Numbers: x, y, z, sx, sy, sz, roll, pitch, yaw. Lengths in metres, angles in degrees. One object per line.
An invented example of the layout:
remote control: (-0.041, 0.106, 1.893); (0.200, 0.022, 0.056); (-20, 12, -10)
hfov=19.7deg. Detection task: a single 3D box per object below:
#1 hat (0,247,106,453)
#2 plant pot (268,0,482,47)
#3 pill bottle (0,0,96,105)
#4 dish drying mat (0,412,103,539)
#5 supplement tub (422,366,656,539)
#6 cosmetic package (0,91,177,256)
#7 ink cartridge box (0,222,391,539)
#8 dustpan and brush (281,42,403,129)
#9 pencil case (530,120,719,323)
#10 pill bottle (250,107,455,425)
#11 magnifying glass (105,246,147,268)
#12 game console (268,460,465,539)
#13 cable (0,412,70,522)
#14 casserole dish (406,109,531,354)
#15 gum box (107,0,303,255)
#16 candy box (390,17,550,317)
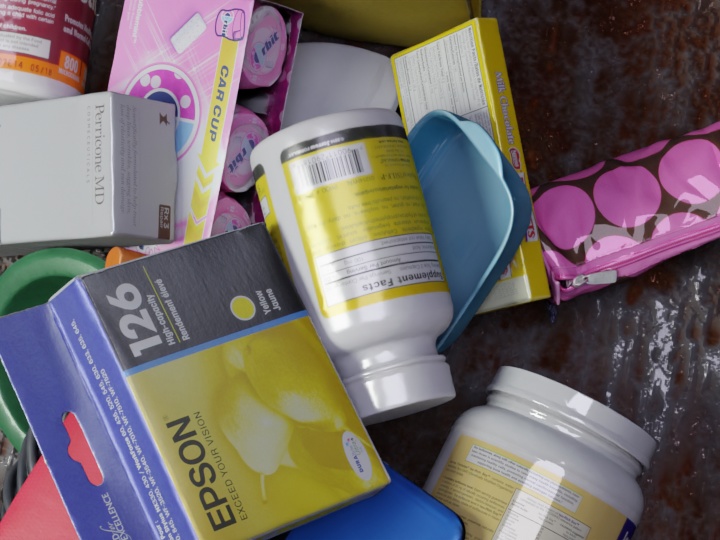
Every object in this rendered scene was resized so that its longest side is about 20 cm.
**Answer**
hat: (-0.149, 0.065, 1.502); (0.200, 0.176, 0.166); (40, 116, 19)
plant pot: (-0.014, -0.273, 1.487); (0.198, 0.194, 0.197); (0, 79, 7)
pill bottle: (-0.247, -0.216, 1.511); (0.113, 0.114, 0.202); (6, 80, 2)
dish drying mat: (-0.199, 0.181, 1.311); (0.076, 0.018, 0.201); (25, 75, 18)
supplement tub: (0.106, 0.182, 1.416); (0.145, 0.145, 0.201); (26, 81, 5)
cosmetic package: (-0.227, -0.064, 1.453); (0.199, 0.074, 0.103); (-5, 83, 35)
ink cartridge box: (-0.107, 0.084, 1.313); (0.199, 0.047, 0.199); (-18, 76, -35)
dustpan and brush: (-0.079, -0.124, 1.528); (0.199, 0.057, 0.140); (24, 69, -1)
pencil case: (0.211, -0.041, 1.484); (0.199, 0.094, 0.091); (-23, 119, -2)
pill bottle: (0.000, 0.000, 1.408); (0.110, 0.111, 0.201); (-14, 81, -2)
magnifying glass: (-0.088, 0.019, 1.418); (0.199, 0.022, 0.080); (16, 75, -37)
game console: (-0.038, 0.218, 1.404); (0.118, 0.171, 0.200); (38, 82, -1)
cable: (-0.150, 0.140, 1.357); (0.162, 0.051, 0.201); (13, 71, 14)
casserole dish: (0.056, -0.022, 1.454); (0.039, 0.200, 0.121); (-6, 50, -41)
gum box: (-0.121, -0.097, 1.469); (0.113, 0.066, 0.202); (13, 95, 32)
candy box: (0.077, -0.070, 1.474); (0.026, 0.102, 0.202); (-6, 84, -40)
